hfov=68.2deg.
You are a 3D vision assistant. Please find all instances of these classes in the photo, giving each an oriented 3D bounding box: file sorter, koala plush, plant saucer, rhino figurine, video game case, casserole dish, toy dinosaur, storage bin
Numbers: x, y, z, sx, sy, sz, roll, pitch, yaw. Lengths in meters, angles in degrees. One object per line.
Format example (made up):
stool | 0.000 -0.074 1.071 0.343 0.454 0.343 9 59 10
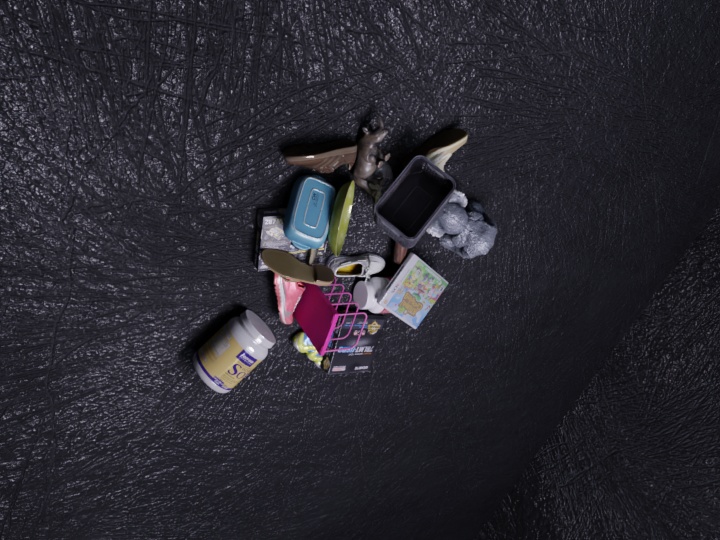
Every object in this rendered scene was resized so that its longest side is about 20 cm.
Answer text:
file sorter | -0.089 0.120 1.530 0.124 0.200 0.141 1 123 -36
koala plush | 0.301 -0.146 1.621 0.199 0.184 0.178 34 101 -32
plant saucer | -0.053 -0.139 1.393 0.030 0.201 0.203 13 122 3
rhino figurine | 0.026 -0.296 1.360 0.060 0.087 0.202 -38 149 -44
video game case | 0.163 0.066 1.630 0.199 0.022 0.183 35 92 -40
casserole dish | -0.121 -0.152 1.332 0.119 0.039 0.204 20 71 -22
toy dinosaur | -0.127 -0.083 1.394 0.087 0.047 0.202 -1 124 -43
storage bin | 0.139 -0.176 1.385 0.201 0.135 0.094 -51 173 -8

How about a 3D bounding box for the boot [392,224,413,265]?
boot | 0.123 -0.085 1.545 0.063 0.187 0.203 13 123 6

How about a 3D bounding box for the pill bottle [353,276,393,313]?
pill bottle | 0.080 0.077 1.668 0.197 0.112 0.114 1 122 -34

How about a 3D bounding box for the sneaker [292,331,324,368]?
sneaker | -0.123 0.241 1.685 0.105 0.076 0.200 -44 134 3

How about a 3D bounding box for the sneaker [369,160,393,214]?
sneaker | 0.075 -0.208 1.471 0.074 0.082 0.202 -25 133 -15

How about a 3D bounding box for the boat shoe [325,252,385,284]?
boat shoe | 0.001 -0.004 1.572 0.199 0.086 0.076 3 121 -35

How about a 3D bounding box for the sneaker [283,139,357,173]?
sneaker | -0.096 -0.271 1.319 0.197 0.071 0.077 -13 130 -24

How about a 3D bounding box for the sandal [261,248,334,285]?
sandal | -0.175 0.011 1.408 0.209 0.079 0.070 16 139 -25

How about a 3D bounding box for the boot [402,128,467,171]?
boot | 0.227 -0.296 1.511 0.198 0.072 0.155 -31 134 0

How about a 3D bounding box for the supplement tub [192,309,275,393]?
supplement tub | -0.347 0.222 1.472 0.200 0.146 0.145 -42 135 3

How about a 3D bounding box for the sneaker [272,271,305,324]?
sneaker | -0.195 0.074 1.497 0.085 0.074 0.203 -8 128 -8

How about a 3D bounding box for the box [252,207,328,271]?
box | -0.182 -0.086 1.417 0.197 0.049 0.163 -8 128 -30

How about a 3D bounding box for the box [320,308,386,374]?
box | -0.022 0.230 1.711 0.198 0.049 0.202 9 100 -46
